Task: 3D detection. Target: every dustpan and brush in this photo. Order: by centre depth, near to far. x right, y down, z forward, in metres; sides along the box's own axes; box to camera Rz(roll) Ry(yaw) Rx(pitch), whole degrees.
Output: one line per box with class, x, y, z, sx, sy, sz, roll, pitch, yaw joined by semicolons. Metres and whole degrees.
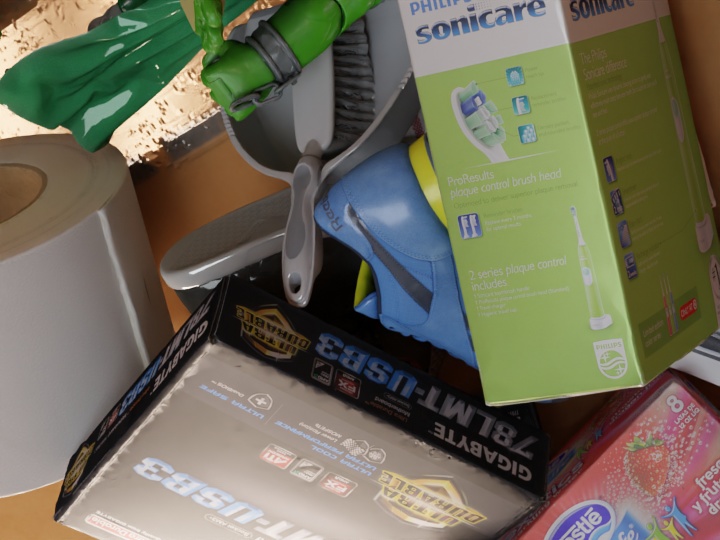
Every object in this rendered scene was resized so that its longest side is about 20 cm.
dustpan and brush;-0.020;-0.070;1.016;0.139;0.202;0.057;-13;157;29

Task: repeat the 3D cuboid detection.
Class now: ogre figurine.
ogre figurine;-0.047;-0.191;0.975;0.201;0.119;0.098;68;165;0

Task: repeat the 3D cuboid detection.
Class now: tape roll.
tape roll;-0.215;0.023;1.144;0.201;0.203;0.140;-2;117;24

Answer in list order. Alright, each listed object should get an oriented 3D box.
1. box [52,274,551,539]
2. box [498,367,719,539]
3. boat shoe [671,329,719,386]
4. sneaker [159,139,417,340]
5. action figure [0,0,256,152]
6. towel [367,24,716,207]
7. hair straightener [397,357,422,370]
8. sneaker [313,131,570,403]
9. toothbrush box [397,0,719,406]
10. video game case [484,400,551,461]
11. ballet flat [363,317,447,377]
box;-0.034;0.109;1.032;0.199;0.050;0.199;27;135;-18
box;0.133;0.154;1.079;0.095;0.103;0.200;43;97;-2
boat shoe;0.206;0.018;1.042;0.199;0.072;0.068;18;123;23
sneaker;0.000;0.000;1.061;0.199;0.071;0.100;-20;118;14
action figure;-0.103;-0.147;1.070;0.199;0.118;0.055;-34;71;18
towel;0.081;-0.076;1.049;0.199;0.030;0.147;-17;94;30
hair straightener;-0.054;0.059;1.146;0.199;0.077;0.041;14;106;47
sneaker;0.044;0.011;1.000;0.078;0.066;0.200;-27;134;12
toothbrush box;0.103;-0.052;0.943;0.085;0.145;0.202;-8;98;29
video game case;0.043;0.190;1.154;0.179;0.026;0.202;-17;94;6
ballet flat;0.015;0.063;1.161;0.067;0.046;0.201;16;123;13
